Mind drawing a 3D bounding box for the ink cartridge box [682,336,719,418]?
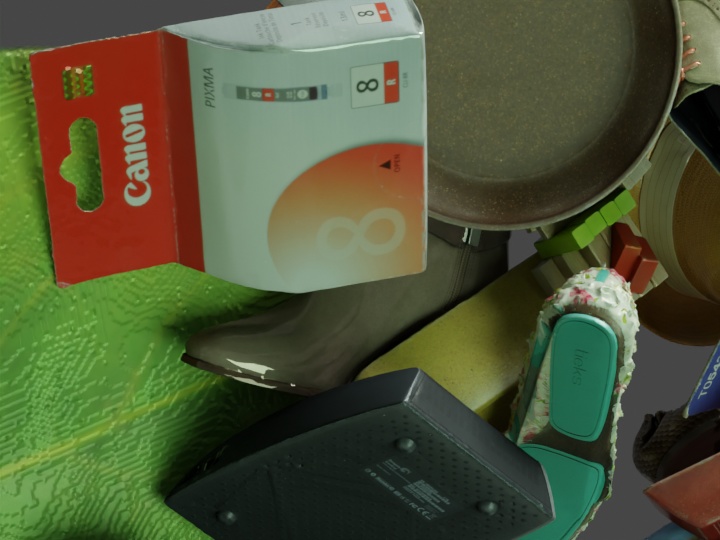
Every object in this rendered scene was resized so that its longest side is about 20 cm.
[{"bbox_3d":[0.296,0.006,1.750,0.199,0.043,0.197,-12,132,-54],"label":"ink cartridge box"}]

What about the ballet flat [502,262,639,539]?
[{"bbox_3d":[0.118,0.081,1.632,0.064,0.075,0.201,-64,173,-53],"label":"ballet flat"}]

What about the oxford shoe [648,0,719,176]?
[{"bbox_3d":[0.186,-0.128,1.615,0.200,0.070,0.075,53,35,-1],"label":"oxford shoe"}]

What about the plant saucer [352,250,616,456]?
[{"bbox_3d":[0.085,0.093,1.703,0.199,0.048,0.201,-34,143,-26],"label":"plant saucer"}]

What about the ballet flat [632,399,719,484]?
[{"bbox_3d":[0.250,0.078,1.866,0.199,0.046,0.068,-31,137,-25],"label":"ballet flat"}]

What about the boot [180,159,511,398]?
[{"bbox_3d":[0.000,0.000,1.636,0.199,0.070,0.147,11,101,-43],"label":"boot"}]

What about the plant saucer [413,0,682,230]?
[{"bbox_3d":[0.077,-0.123,1.595,0.199,0.037,0.202,1,95,6],"label":"plant saucer"}]

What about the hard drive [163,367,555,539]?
[{"bbox_3d":[0.000,0.120,1.612,0.135,0.199,0.043,38,48,-27],"label":"hard drive"}]

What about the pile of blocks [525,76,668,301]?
[{"bbox_3d":[0.124,-0.068,1.636,0.082,0.062,0.202,-10,86,-26],"label":"pile of blocks"}]

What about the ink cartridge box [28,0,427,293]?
[{"bbox_3d":[-0.064,-0.056,1.514,0.199,0.050,0.163,-12,132,-11],"label":"ink cartridge box"}]

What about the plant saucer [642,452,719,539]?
[{"bbox_3d":[0.275,0.114,1.781,0.199,0.037,0.200,-27,168,5],"label":"plant saucer"}]

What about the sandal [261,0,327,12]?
[{"bbox_3d":[-0.005,-0.192,1.538,0.207,0.079,0.059,-45,108,-1],"label":"sandal"}]

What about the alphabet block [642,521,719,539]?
[{"bbox_3d":[0.302,0.258,1.885,0.196,0.195,0.201,-29,123,-20],"label":"alphabet block"}]

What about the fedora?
[{"bbox_3d":[0.241,-0.037,1.776,0.199,0.082,0.202,-15,119,-29],"label":"fedora"}]
